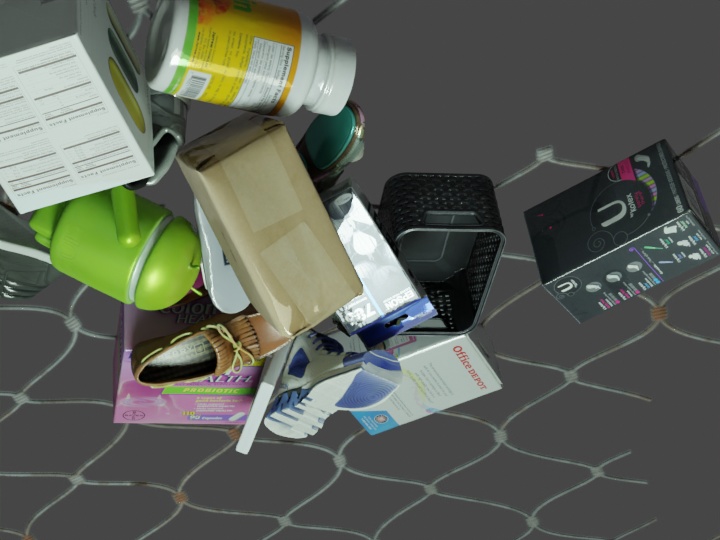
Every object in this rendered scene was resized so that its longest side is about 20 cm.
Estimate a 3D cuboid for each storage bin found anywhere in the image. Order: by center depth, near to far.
[{"bbox_3d":[0.087,-0.017,1.805,0.134,0.094,0.200,0,140,-12],"label":"storage bin"}]

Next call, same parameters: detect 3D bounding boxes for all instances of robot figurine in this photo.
[{"bbox_3d":[-0.267,-0.029,1.667,0.199,0.116,0.176,25,160,6],"label":"robot figurine"}]

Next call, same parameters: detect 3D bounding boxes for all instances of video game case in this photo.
[{"bbox_3d":[-0.103,0.112,1.843,0.018,0.200,0.144,21,135,-2],"label":"video game case"}]

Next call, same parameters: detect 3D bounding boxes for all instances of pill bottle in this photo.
[{"bbox_3d":[-0.110,-0.218,1.513,0.199,0.111,0.111,11,136,-22],"label":"pill bottle"}]

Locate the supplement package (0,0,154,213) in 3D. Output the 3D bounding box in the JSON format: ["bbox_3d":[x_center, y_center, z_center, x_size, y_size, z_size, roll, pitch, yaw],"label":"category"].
[{"bbox_3d":[-0.311,-0.191,1.474,0.150,0.152,0.200,-15,140,6],"label":"supplement package"}]

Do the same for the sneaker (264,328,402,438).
[{"bbox_3d":[-0.039,0.114,1.772,0.080,0.116,0.199,28,141,-32],"label":"sneaker"}]

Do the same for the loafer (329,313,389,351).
[{"bbox_3d":[-0.038,0.021,1.779,0.063,0.072,0.201,-32,99,-12],"label":"loafer"}]

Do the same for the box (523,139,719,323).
[{"bbox_3d":[0.314,-0.046,1.791,0.199,0.123,0.106,-29,137,21],"label":"box"}]

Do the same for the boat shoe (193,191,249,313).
[{"bbox_3d":[-0.160,-0.054,1.711,0.071,0.070,0.201,-11,110,-20],"label":"boat shoe"}]

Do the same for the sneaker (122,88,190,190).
[{"bbox_3d":[-0.273,-0.125,1.589,0.199,0.116,0.075,-23,138,16],"label":"sneaker"}]

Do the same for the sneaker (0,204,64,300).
[{"bbox_3d":[-0.427,-0.021,1.716,0.200,0.071,0.099,25,125,-40],"label":"sneaker"}]

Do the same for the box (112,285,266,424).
[{"bbox_3d":[-0.217,0.108,1.870,0.175,0.097,0.200,2,147,-13],"label":"box"}]

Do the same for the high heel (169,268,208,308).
[{"bbox_3d":[-0.145,0.013,1.792,0.199,0.096,0.068,0,140,-10],"label":"high heel"}]

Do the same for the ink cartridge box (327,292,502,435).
[{"bbox_3d":[0.071,0.123,1.974,0.199,0.085,0.145,-20,139,15],"label":"ink cartridge box"}]

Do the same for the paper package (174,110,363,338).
[{"bbox_3d":[-0.100,-0.053,1.564,0.103,0.191,0.201,-29,106,-9],"label":"paper package"}]

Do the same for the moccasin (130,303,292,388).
[{"bbox_3d":[-0.168,0.088,1.726,0.200,0.078,0.074,-11,109,-9],"label":"moccasin"}]

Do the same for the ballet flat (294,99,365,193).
[{"bbox_3d":[-0.041,-0.125,1.682,0.071,0.069,0.200,1,147,-41],"label":"ballet flat"}]

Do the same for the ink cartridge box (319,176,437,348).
[{"bbox_3d":[0.000,0.000,1.704,0.099,0.039,0.200,-29,111,14],"label":"ink cartridge box"}]
